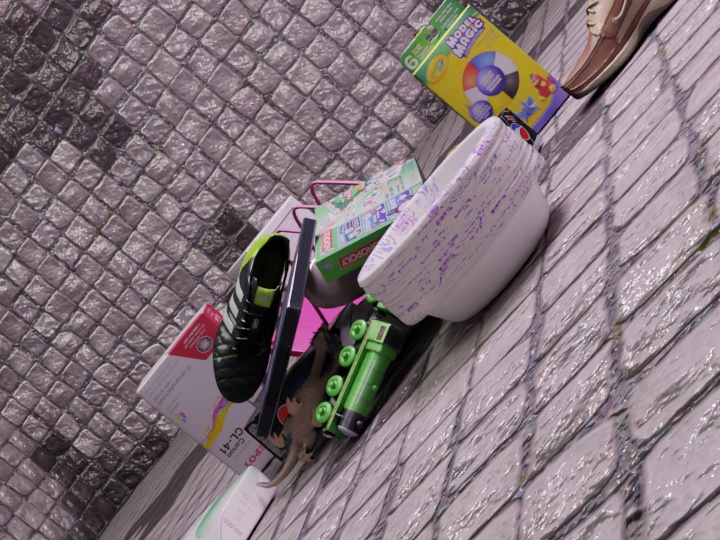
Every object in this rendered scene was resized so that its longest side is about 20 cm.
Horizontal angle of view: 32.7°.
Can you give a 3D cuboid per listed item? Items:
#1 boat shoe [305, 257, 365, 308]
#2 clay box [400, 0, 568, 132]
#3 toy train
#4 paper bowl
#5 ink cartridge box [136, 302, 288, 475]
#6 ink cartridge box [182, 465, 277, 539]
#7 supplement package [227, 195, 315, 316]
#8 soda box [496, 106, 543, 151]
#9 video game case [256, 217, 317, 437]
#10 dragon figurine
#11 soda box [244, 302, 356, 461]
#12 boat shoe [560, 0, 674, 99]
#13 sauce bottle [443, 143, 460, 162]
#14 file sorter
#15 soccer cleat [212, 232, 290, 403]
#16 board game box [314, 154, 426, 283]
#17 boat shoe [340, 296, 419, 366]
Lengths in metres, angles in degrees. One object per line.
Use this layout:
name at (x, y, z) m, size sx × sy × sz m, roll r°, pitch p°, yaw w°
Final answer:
boat shoe at (0.000, 0.000, 1.426) m, size 0.200 × 0.074 × 0.093 m, roll -42°, pitch -20°, yaw -37°
clay box at (0.157, -0.249, 1.579) m, size 0.115 × 0.200 × 0.048 m, roll -51°, pitch 5°, yaw 7°
toy train at (0.014, 0.077, 1.232) m, size 0.056 × 0.042 × 0.202 m, roll 13°, pitch 77°, yaw 48°
paper bowl at (0.096, -0.035, 1.133) m, size 0.201 × 0.104 × 0.201 m, roll -51°, pitch 4°, yaw 5°
ink cartridge box at (-0.179, 0.165, 1.654) m, size 0.148 × 0.200 × 0.086 m, roll -51°, pitch 6°, yaw 1°
ink cartridge box at (-0.185, 0.333, 1.384) m, size 0.161 × 0.050 × 0.200 m, roll -47°, pitch 5°, yaw 44°
supplement package at (-0.068, 0.014, 1.722) m, size 0.114 × 0.200 × 0.109 m, roll -52°, pitch 6°, yaw -25°
soda box at (0.135, -0.102, 1.509) m, size 0.200 × 0.063 × 0.071 m, roll -49°, pitch 6°, yaw 34°
video game case at (-0.081, 0.063, 1.334) m, size 0.144 × 0.019 × 0.201 m, roll -83°, pitch 6°, yaw -48°
dragon figurine at (-0.056, 0.155, 1.350) m, size 0.100 × 0.058 × 0.201 m, roll -59°, pitch -11°, yaw -57°
soda box at (-0.052, 0.131, 1.445) m, size 0.200 × 0.063 × 0.071 m, roll -48°, pitch 6°, yaw 31°
boat shoe at (0.288, -0.285, 1.380) m, size 0.200 × 0.074 × 0.076 m, roll -51°, pitch 5°, yaw 1°
sauce bottle at (0.150, -0.148, 1.709) m, size 0.065 × 0.065 × 0.200 m, roll -51°, pitch 5°, yaw 0°
file sorter at (-0.044, -0.004, 1.553) m, size 0.138 × 0.126 × 0.201 m, roll 3°, pitch 47°, yaw 40°
soccer cleat at (-0.124, 0.051, 1.408) m, size 0.081 × 0.067 × 0.202 m, roll 147°, pitch 137°, yaw -71°
board game box at (0.014, -0.060, 1.337) m, size 0.134 × 0.029 × 0.200 m, roll -29°, pitch 18°, yaw 8°
boat shoe at (0.034, 0.039, 1.352) m, size 0.066 × 0.073 × 0.200 m, roll -53°, pitch 5°, yaw 28°
